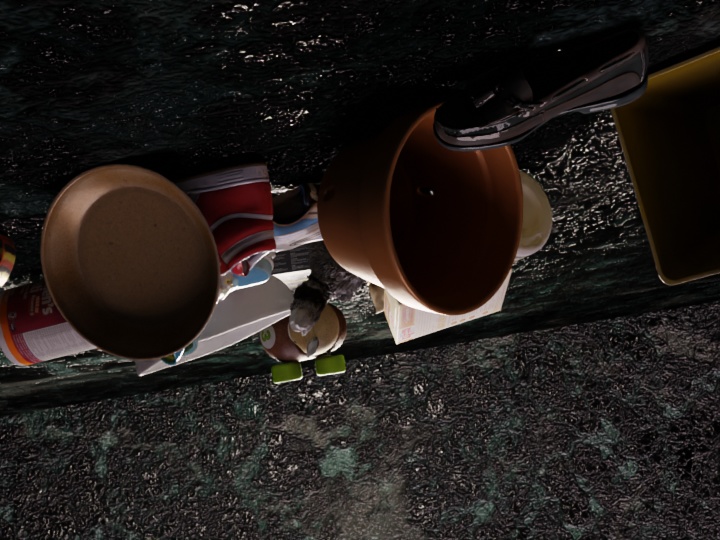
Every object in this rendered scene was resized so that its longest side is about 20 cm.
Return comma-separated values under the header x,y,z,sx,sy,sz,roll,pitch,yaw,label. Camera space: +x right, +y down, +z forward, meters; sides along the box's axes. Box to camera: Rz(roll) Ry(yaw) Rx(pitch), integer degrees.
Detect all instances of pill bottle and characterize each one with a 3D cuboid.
x,y,z,sx,sy,sz,roll,pitch,yaw,label
0.151,-0.050,1.249,0.110,0.113,0.199,-3,167,-30,pill bottle
-0.401,0.060,1.332,0.196,0.112,0.110,-14,169,6,pill bottle

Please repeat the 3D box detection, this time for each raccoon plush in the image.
x,y,z,sx,sy,sz,roll,pitch,yaw,label
0.000,0.000,1.239,0.133,0.202,0.096,-20,132,41,raccoon plush

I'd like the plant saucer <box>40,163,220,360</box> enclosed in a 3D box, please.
x,y,z,sx,sy,sz,roll,pitch,yaw,label
-0.229,-0.010,0.966,0.197,0.204,0.035,-12,-168,16,plant saucer

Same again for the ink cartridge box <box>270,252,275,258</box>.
x,y,z,sx,sy,sz,roll,pitch,yaw,label
-0.180,-0.030,1.185,0.197,0.069,0.117,-4,167,-25,ink cartridge box

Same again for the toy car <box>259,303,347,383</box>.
x,y,z,sx,sy,sz,roll,pitch,yaw,label
-0.098,0.099,1.610,0.155,0.168,0.200,-9,174,-4,toy car

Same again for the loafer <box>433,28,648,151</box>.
x,y,z,sx,sy,sz,roll,pitch,yaw,label
0.156,-0.165,0.832,0.196,0.073,0.063,-17,149,2,loafer

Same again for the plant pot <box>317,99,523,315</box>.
x,y,z,sx,sy,sz,roll,pitch,yaw,label
0.050,-0.063,0.949,0.198,0.204,0.139,1,-177,-42,plant pot

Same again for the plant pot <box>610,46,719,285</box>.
x,y,z,sx,sy,sz,roll,pitch,yaw,label
0.395,-0.117,0.949,0.198,0.204,0.175,-18,177,38,plant pot

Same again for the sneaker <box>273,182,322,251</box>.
x,y,z,sx,sy,sz,roll,pitch,yaw,label
-0.033,-0.074,1.106,0.197,0.072,0.073,-14,141,-15,sneaker

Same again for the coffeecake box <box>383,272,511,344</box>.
x,y,z,sx,sy,sz,roll,pitch,yaw,label
0.142,0.033,1.587,0.197,0.074,0.154,-17,153,-9,coffeecake box

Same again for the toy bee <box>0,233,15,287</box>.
x,y,z,sx,sy,sz,roll,pitch,yaw,label
-0.494,0.026,1.102,0.197,0.111,0.130,-14,170,23,toy bee

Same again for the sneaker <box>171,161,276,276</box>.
x,y,z,sx,sy,sz,roll,pitch,yaw,label
-0.182,-0.039,1.007,0.196,0.115,0.071,-12,180,17,sneaker

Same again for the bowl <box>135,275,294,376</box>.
x,y,z,sx,sy,sz,roll,pitch,yaw,label
-0.203,0.065,1.294,0.198,0.076,0.199,-16,172,-43,bowl

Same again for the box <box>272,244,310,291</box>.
x,y,z,sx,sy,sz,roll,pitch,yaw,label
-0.132,0.002,1.444,0.196,0.050,0.161,-8,171,-7,box

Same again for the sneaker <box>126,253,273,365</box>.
x,y,z,sx,sy,sz,roll,pitch,yaw,label
-0.182,0.041,1.071,0.196,0.132,0.080,-7,148,-22,sneaker

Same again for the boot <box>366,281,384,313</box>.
x,y,z,sx,sy,sz,roll,pitch,yaw,label
0.063,0.024,1.653,0.072,0.077,0.200,-3,166,-16,boot
